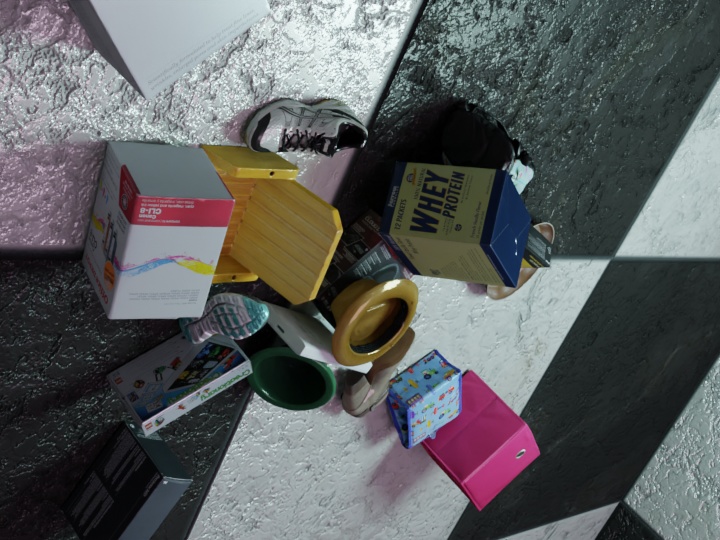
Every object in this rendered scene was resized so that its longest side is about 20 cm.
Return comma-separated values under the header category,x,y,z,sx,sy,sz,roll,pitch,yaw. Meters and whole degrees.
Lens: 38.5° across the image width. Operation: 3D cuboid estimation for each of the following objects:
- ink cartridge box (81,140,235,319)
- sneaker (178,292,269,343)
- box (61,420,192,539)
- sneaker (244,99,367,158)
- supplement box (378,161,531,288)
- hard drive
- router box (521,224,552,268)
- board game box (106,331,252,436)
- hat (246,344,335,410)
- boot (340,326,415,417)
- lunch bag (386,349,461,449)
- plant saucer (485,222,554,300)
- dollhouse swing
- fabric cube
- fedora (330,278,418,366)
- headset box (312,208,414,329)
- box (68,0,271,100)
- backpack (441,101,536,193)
category,x,y,z,sx,sy,sz,roll,pitch,yaw
ink cartridge box,-0.282,-0.052,1.418,0.143,0.146,0.202,-1,125,-33
sneaker,-0.202,0.062,1.624,0.091,0.199,0.078,-28,105,-43
box,-0.395,0.379,1.735,0.201,0.141,0.079,-53,143,10
sneaker,-0.075,-0.208,1.546,0.198,0.088,0.076,-17,137,-33
supplement box,0.165,-0.077,1.759,0.200,0.198,0.136,46,55,-60
hard drive,-0.078,0.119,1.817,0.027,0.132,0.199,-55,144,11
router box,0.259,-0.058,1.974,0.200,0.156,0.053,31,64,-53
board game box,-0.289,0.165,1.650,0.199,0.126,0.035,-30,141,-21
hat,-0.111,0.143,1.893,0.163,0.177,0.201,1,136,11
boot,0.039,0.213,2.093,0.199,0.070,0.147,-37,150,-12
lunch bag,0.147,0.299,2.237,0.150,0.094,0.201,-32,135,-19
plant saucer,0.327,-0.026,2.163,0.199,0.034,0.201,-34,149,-24
dollhouse swing,-0.160,-0.052,1.533,0.180,0.176,0.201,-3,127,-44
fabric cube,0.266,0.393,2.374,0.199,0.200,0.197,-41,145,-7
fedora,0.011,0.074,1.779,0.200,0.082,0.202,-31,144,-26
headset box,0.000,0.000,1.831,0.199,0.077,0.149,-39,144,-8
box,-0.240,-0.349,1.204,0.198,0.131,0.201,-37,143,-11
backpack,0.228,-0.194,1.830,0.127,0.167,0.200,-46,157,11
